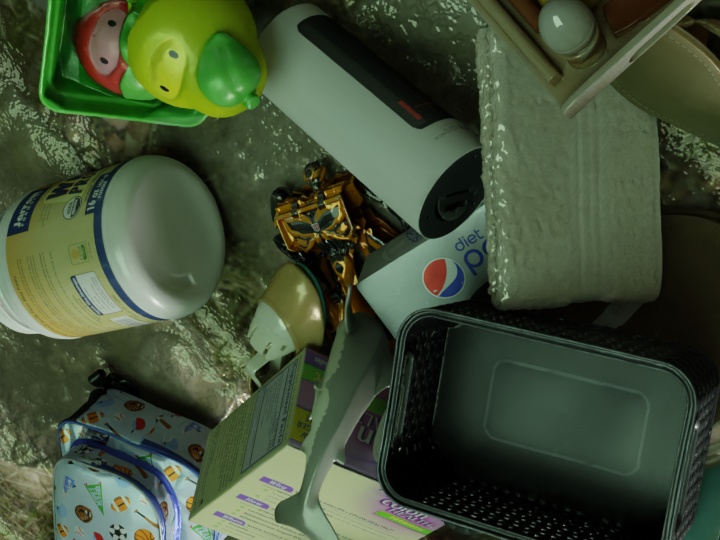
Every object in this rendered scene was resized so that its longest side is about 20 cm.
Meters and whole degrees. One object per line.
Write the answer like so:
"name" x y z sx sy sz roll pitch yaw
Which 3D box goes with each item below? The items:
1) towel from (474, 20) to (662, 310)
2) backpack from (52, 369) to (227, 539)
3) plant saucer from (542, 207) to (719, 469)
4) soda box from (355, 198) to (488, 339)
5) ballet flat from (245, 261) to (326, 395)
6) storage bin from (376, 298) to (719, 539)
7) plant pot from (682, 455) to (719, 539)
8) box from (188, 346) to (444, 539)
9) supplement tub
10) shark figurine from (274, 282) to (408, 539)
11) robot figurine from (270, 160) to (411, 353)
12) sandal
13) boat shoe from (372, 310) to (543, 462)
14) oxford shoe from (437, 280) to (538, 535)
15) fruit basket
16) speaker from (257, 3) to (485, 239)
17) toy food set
"towel" 0.143 -0.075 0.771 0.034 0.131 0.202 -175 83 -71
"backpack" -0.222 0.231 1.175 0.189 0.154 0.202 10 122 9
"plant saucer" 0.216 0.044 0.804 0.198 0.202 0.029 -6 156 30
"soda box" 0.096 -0.024 0.860 0.199 0.064 0.068 -33 104 21
"ballet flat" -0.070 0.066 0.994 0.069 0.063 0.201 46 155 21
"storage bin" 0.124 0.104 0.749 0.198 0.094 0.137 12 98 25
"plant pot" 0.217 0.169 0.875 0.160 0.201 0.202 14 126 28
"box" -0.031 0.182 1.019 0.175 0.097 0.200 26 140 -20
"supplement tub" -0.238 -0.016 1.020 0.199 0.145 0.145 -11 114 32
"shark figurine" 0.004 0.103 0.844 0.089 0.216 0.129 16 142 2
"robot figurine" 0.000 0.000 0.962 0.144 0.058 0.201 -17 111 33
"sandal" 0.239 -0.133 0.757 0.211 0.070 0.077 33 155 -22
"boat shoe" 0.088 0.087 0.919 0.062 0.073 0.201 37 91 -21
"oxford shoe" 0.101 0.094 0.863 0.072 0.084 0.202 20 113 24
"fruit basket" -0.152 -0.187 0.831 0.154 0.217 0.217 4 130 -18
"speaker" 0.007 -0.111 0.828 0.200 0.081 0.082 44 134 28
"toy food set" 0.124 -0.206 0.685 0.143 0.060 0.201 -42 59 15
